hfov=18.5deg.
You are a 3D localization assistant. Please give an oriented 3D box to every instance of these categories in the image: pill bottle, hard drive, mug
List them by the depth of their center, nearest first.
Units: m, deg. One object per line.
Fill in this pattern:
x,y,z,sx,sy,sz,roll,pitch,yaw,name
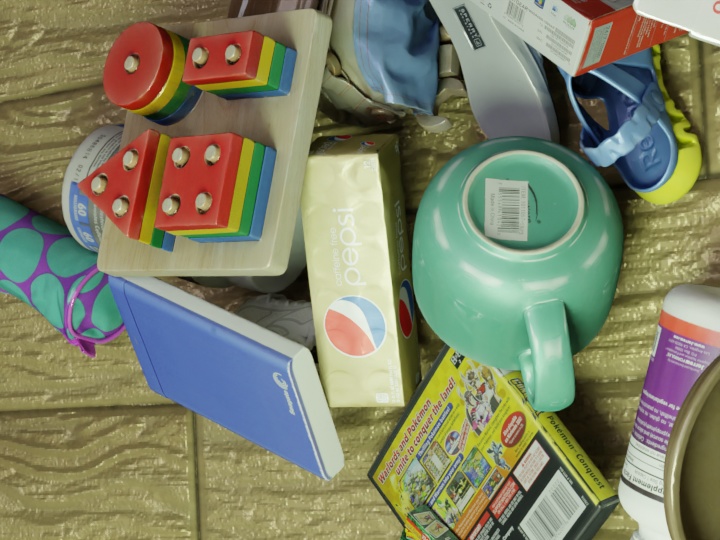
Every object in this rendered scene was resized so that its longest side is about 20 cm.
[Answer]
0.246,0.116,1.545,0.112,0.112,0.200,18,99,35,pill bottle
0.125,-0.010,1.592,0.152,0.114,0.185,-40,67,-20,mug
-0.106,0.078,1.729,0.200,0.025,0.132,23,144,37,hard drive
-0.141,-0.049,1.832,0.200,0.114,0.114,16,98,36,pill bottle

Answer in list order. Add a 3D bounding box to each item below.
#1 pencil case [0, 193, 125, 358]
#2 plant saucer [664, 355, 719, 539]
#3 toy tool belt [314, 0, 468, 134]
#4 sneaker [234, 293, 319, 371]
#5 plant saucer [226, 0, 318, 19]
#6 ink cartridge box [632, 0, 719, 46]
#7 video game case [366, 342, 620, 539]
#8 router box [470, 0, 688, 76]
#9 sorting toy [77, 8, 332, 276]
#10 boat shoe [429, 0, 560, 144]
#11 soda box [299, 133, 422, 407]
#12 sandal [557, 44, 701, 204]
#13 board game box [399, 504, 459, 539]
-0.290,-0.003,1.958,0.200,0.085,0.093,25,87,35,pencil case
0.276,0.123,1.471,0.029,0.200,0.201,25,104,55,plant saucer
0.026,-0.161,1.707,0.123,0.125,0.200,-13,75,40,toy tool belt
-0.061,0.050,1.801,0.200,0.075,0.081,-23,66,33,sneaker
-0.072,-0.216,1.769,0.200,0.029,0.201,-167,90,-73,plant saucer
0.297,-0.195,1.497,0.200,0.068,0.115,21,101,8,ink cartridge box
0.095,0.163,1.668,0.181,0.025,0.200,53,138,24,video game case
0.148,-0.232,1.585,0.200,0.179,0.049,40,135,29,router box
-0.130,-0.101,1.668,0.199,0.070,0.200,-1,75,44,sorting toy
0.107,-0.176,1.673,0.072,0.066,0.200,-17,106,50,boat shoe
0.000,0.000,1.677,0.068,0.064,0.200,-1,107,16,soda box
0.180,-0.144,1.619,0.079,0.087,0.200,-38,66,31,sandal
0.092,0.280,1.678,0.200,0.023,0.105,44,133,34,board game box
